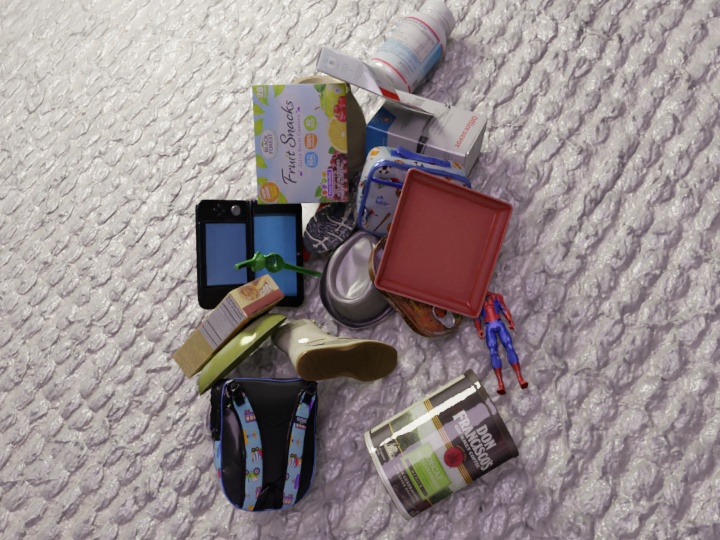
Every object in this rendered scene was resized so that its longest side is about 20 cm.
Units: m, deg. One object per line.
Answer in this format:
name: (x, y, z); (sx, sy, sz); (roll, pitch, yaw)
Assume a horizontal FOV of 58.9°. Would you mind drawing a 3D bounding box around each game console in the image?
game console: (-0.205, -0.031, 1.180); (0.117, 0.168, 0.206); (2, 95, 52)

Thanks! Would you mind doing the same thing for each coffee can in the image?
coffee can: (0.124, 0.268, 0.987); (0.197, 0.147, 0.148); (-31, 63, 2)

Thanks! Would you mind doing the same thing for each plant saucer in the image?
plant saucer: (-0.210, 0.137, 1.108); (0.199, 0.200, 0.031); (-42, 89, -5)
plant saucer: (0.136, -0.044, 1.069); (0.196, 0.037, 0.204); (17, 94, -13)

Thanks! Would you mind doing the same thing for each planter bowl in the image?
planter bowl: (-0.076, -0.294, 1.238); (0.195, 0.137, 0.202); (2, 36, -1)

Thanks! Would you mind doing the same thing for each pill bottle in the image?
pill bottle: (0.108, -0.457, 1.319); (0.108, 0.109, 0.201); (33, 79, 25)

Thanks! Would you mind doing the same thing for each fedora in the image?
fedora: (0.000, 0.000, 1.165); (0.174, 0.091, 0.203); (20, 74, 22)

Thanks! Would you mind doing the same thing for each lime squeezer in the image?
lime squeezer: (-0.162, -0.006, 1.132); (0.071, 0.198, 0.038); (44, 113, 34)

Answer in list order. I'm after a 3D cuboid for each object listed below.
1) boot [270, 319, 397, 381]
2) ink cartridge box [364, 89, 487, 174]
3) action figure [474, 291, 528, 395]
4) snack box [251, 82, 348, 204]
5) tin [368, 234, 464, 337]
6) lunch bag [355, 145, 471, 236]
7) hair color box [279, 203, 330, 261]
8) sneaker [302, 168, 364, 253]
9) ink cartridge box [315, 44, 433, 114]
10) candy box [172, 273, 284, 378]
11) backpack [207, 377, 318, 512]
boot: (-0.047, 0.136, 1.122); (0.154, 0.196, 0.074); (26, 111, 59)
ink cartridge box: (0.124, -0.248, 1.202); (0.196, 0.085, 0.146); (20, 48, 16)
action figure: (0.231, 0.103, 1.084); (0.064, 0.052, 0.204); (-19, 62, 13)
snack box: (-0.105, -0.223, 1.131); (0.164, 0.068, 0.206); (-1, 99, -4)
tin: (0.096, 0.026, 1.107); (0.112, 0.042, 0.201); (-42, 93, -17)
lunch bag: (0.087, -0.132, 1.116); (0.195, 0.162, 0.077); (9, 41, -12)
hair color box: (-0.116, -0.133, 1.270); (0.109, 0.064, 0.203); (20, 76, 23)
sneaker: (-0.025, -0.099, 1.219); (0.200, 0.087, 0.078); (-43, 74, -8)
ink cartridge box: (0.036, -0.331, 1.120); (0.196, 0.160, 0.048); (23, 105, 11)
candy box: (-0.233, 0.099, 1.124); (0.056, 0.115, 0.200); (49, 120, 5)
backpack: (-0.161, 0.280, 1.041); (0.179, 0.134, 0.206); (5, 78, -29)
